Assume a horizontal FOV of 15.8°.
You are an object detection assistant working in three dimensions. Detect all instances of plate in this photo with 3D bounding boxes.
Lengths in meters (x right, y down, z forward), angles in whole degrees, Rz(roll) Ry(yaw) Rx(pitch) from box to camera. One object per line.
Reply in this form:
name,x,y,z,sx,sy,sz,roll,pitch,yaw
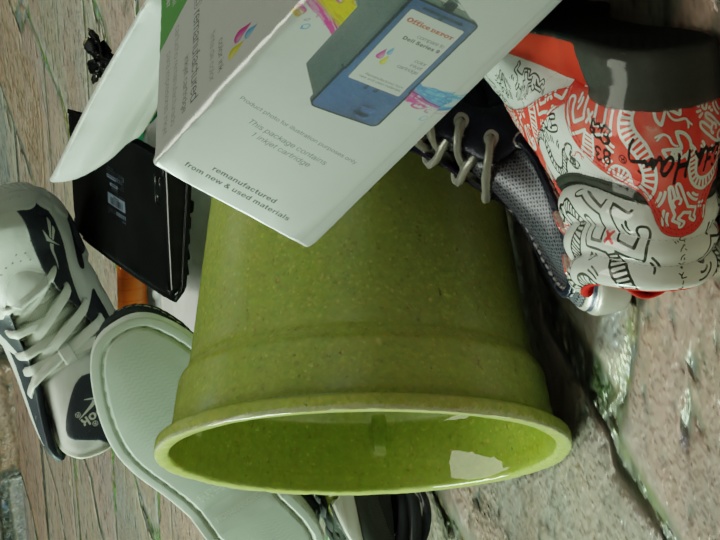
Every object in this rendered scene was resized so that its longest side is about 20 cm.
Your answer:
plate,-0.076,-0.150,1.275,0.200,0.032,0.200,-62,6,-32

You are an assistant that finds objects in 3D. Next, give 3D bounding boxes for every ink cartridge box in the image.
ink cartridge box,0.005,-0.132,1.061,0.200,0.087,0.146,-41,33,33

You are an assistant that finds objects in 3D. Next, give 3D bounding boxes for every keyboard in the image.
keyboard,-0.125,-0.062,1.402,0.200,0.021,0.128,-152,58,-65

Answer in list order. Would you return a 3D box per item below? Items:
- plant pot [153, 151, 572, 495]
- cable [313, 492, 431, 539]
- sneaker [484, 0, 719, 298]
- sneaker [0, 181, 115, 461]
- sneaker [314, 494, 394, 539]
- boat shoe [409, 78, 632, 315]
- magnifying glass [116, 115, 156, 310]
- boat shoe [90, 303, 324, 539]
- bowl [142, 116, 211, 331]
plant pot,0.000,0.000,1.252,0.200,0.200,0.185,124,147,-71
cable,-0.015,0.172,1.558,0.200,0.051,0.163,-42,23,40
sneaker,0.089,-0.050,1.053,0.201,0.067,0.108,-146,51,-69
sneaker,-0.167,0.040,1.458,0.130,0.079,0.199,54,168,27
sneaker,0.008,0.062,1.410,0.074,0.084,0.201,119,144,-77
boat shoe,0.051,-0.057,1.150,0.075,0.092,0.200,97,160,-49
magnifying glass,-0.137,-0.029,1.547,0.080,0.022,0.201,-54,-35,-67
boat shoe,-0.084,0.083,1.353,0.060,0.075,0.200,-108,-7,-52
bowl,-0.082,-0.009,1.458,0.200,0.074,0.201,129,136,-79
